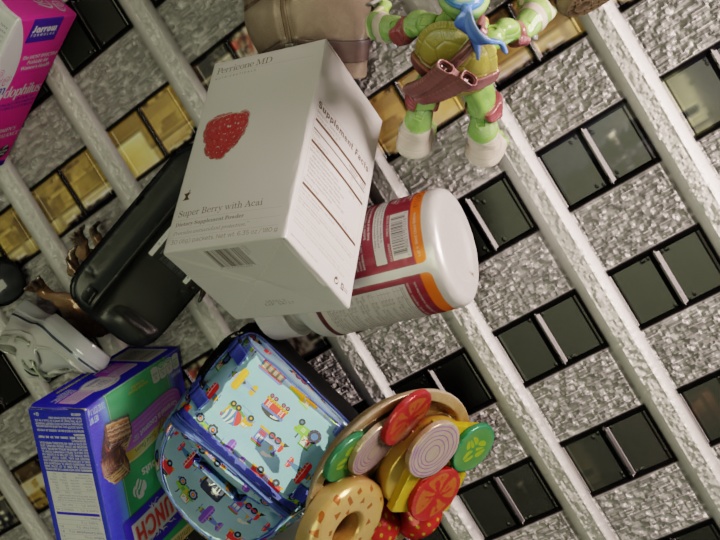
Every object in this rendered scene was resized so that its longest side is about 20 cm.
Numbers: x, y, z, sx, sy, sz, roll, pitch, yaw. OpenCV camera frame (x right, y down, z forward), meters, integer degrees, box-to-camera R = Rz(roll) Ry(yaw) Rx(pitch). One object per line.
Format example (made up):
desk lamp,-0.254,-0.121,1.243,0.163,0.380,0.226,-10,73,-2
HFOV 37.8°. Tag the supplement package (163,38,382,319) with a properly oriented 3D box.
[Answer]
supplement package,-0.070,-0.077,0.910,0.120,0.201,0.120,-7,147,26

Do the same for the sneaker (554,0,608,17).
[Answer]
sneaker,0.215,-0.297,0.837,0.200,0.070,0.076,-49,66,24

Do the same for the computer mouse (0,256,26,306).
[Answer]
computer mouse,-0.463,0.028,1.199,0.199,0.034,0.059,-15,101,24

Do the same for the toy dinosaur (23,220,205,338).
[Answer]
toy dinosaur,-0.259,0.026,1.097,0.136,0.086,0.200,47,122,-6

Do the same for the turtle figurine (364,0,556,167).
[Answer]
turtle figurine,0.082,-0.195,0.880,0.195,0.143,0.201,90,156,-51

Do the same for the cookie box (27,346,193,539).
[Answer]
cookie box,-0.244,0.202,1.094,0.075,0.171,0.202,-1,106,24

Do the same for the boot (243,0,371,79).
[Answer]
boot,-0.014,-0.243,0.931,0.198,0.070,0.148,-2,107,27

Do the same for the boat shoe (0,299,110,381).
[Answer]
boat shoe,-0.323,0.086,1.096,0.074,0.067,0.199,44,163,-29

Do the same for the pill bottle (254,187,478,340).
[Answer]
pill bottle,0.000,0.000,0.972,0.198,0.110,0.110,-14,101,24

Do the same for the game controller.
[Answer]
game controller,-0.188,-0.024,1.026,0.104,0.042,0.200,41,86,-23

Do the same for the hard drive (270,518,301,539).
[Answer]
hard drive,-0.094,0.303,1.049,0.131,0.200,0.027,10,109,17

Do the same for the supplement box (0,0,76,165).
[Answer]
supplement box,-0.390,-0.204,1.064,0.103,0.101,0.201,37,115,6

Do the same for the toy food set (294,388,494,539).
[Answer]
toy food set,0.031,0.195,0.982,0.049,0.199,0.199,39,110,43

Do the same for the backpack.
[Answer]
backpack,-0.112,0.176,1.027,0.200,0.135,0.183,-45,88,4
